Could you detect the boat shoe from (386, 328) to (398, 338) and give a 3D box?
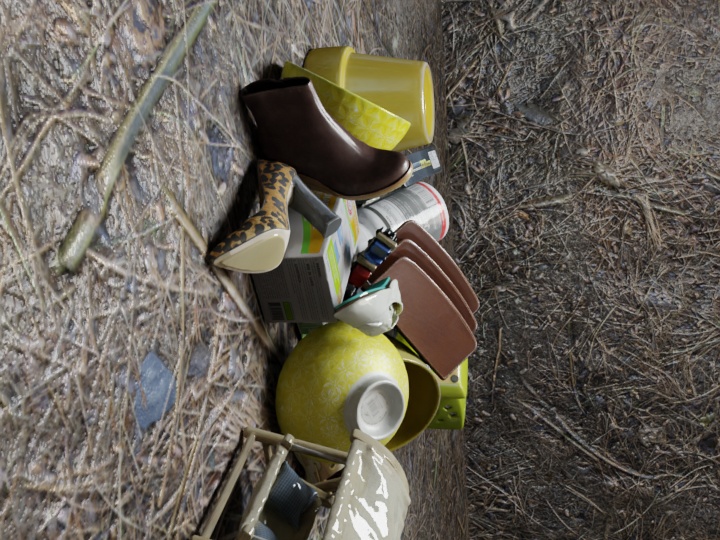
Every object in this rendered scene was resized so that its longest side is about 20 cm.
[{"bbox_3d":[0.064,0.043,1.414,0.074,0.067,0.201,-119,-152,-56],"label":"boat shoe"}]

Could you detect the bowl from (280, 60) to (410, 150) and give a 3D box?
[{"bbox_3d":[-0.038,-0.203,1.212,0.108,0.199,0.200,-64,170,9],"label":"bowl"}]

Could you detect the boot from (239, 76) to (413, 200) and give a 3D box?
[{"bbox_3d":[-0.042,-0.169,1.082,0.167,0.198,0.073,70,27,-48],"label":"boot"}]

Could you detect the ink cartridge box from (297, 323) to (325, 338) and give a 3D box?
[{"bbox_3d":[-0.062,0.048,1.307,0.146,0.047,0.201,-78,159,-49],"label":"ink cartridge box"}]

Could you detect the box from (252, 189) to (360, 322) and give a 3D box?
[{"bbox_3d":[-0.070,-0.036,1.154,0.201,0.100,0.113,-76,160,-51],"label":"box"}]

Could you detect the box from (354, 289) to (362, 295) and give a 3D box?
[{"bbox_3d":[0.051,0.100,1.531,0.051,0.156,0.202,135,-34,-55],"label":"box"}]

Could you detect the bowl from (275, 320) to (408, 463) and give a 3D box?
[{"bbox_3d":[-0.003,0.174,1.151,0.199,0.107,0.202,-6,100,-34],"label":"bowl"}]

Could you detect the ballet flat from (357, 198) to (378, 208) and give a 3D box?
[{"bbox_3d":[-0.005,-0.192,1.558,0.072,0.071,0.201,-77,160,-48],"label":"ballet flat"}]

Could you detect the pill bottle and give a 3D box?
[{"bbox_3d":[0.046,-0.066,1.459,0.199,0.113,0.115,-28,124,-32],"label":"pill bottle"}]

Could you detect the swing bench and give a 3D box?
[{"bbox_3d":[-0.056,0.285,0.957,0.199,0.198,0.131,-69,154,-60],"label":"swing bench"}]

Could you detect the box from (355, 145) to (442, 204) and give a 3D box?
[{"bbox_3d":[0.032,-0.151,1.422,0.200,0.157,0.051,-30,101,-63],"label":"box"}]

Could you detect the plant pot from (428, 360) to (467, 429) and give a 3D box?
[{"bbox_3d":[0.115,0.182,1.656,0.182,0.197,0.202,90,5,-62],"label":"plant pot"}]

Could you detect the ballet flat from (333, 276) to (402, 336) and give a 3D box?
[{"bbox_3d":[0.022,0.053,1.137,0.200,0.069,0.070,-25,112,-74],"label":"ballet flat"}]

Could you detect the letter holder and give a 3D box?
[{"bbox_3d":[0.104,0.040,1.315,0.200,0.142,0.101,49,-2,-22],"label":"letter holder"}]

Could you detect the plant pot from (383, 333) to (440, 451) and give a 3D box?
[{"bbox_3d":[0.010,0.173,1.356,0.142,0.198,0.201,-117,-169,-51],"label":"plant pot"}]

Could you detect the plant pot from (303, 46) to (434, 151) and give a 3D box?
[{"bbox_3d":[0.020,-0.265,1.391,0.201,0.187,0.203,-1,90,-77],"label":"plant pot"}]

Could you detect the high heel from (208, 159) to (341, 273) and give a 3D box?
[{"bbox_3d":[-0.135,-0.070,1.030,0.199,0.142,0.072,-24,148,-44],"label":"high heel"}]

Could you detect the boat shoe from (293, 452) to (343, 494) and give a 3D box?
[{"bbox_3d":[-0.049,0.273,1.254,0.074,0.066,0.201,-52,142,-42],"label":"boat shoe"}]

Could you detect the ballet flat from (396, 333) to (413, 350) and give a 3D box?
[{"bbox_3d":[0.088,0.051,1.490,0.067,0.066,0.202,103,-6,-60],"label":"ballet flat"}]

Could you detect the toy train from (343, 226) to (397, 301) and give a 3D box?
[{"bbox_3d":[0.000,0.000,1.199,0.046,0.034,0.200,-58,-176,-37],"label":"toy train"}]
